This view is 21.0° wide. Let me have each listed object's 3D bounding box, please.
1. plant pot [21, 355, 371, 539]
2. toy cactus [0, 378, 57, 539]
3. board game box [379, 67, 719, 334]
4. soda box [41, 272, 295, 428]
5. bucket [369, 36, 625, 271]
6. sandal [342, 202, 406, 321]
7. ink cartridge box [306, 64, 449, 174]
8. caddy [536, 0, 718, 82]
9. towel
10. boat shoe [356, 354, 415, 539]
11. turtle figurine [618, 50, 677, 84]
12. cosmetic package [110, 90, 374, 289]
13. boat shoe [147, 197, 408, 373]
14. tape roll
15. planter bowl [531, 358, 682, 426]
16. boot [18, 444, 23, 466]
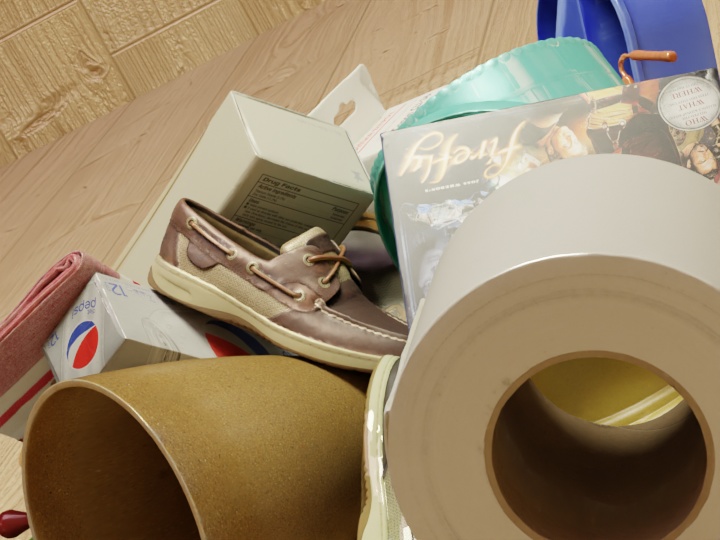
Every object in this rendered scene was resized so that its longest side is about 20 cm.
[{"bbox_3d":[-0.072,0.127,1.176,0.199,0.188,0.186,-20,6,-41],"label":"plant pot"},{"bbox_3d":[-0.162,0.131,1.297,0.199,0.166,0.102,-23,33,-6],"label":"toy cactus"},{"bbox_3d":[0.118,-0.032,1.105,0.198,0.035,0.137,-11,62,5],"label":"board game box"},{"bbox_3d":[-0.102,0.067,1.261,0.068,0.199,0.064,-50,46,21],"label":"soda box"},{"bbox_3d":[0.111,-0.041,1.243,0.206,0.135,0.208,-26,-21,-11],"label":"bucket"},{"bbox_3d":[0.000,0.000,1.335,0.081,0.055,0.201,-29,56,0],"label":"sandal"},{"bbox_3d":[0.047,-0.055,1.442,0.067,0.201,0.117,-18,19,33],"label":"ink cartridge box"},{"bbox_3d":[0.197,-0.145,1.490,0.104,0.202,0.141,-17,8,-20],"label":"caddy"},{"bbox_3d":[-0.168,0.068,1.293,0.144,0.200,0.023,-41,51,15],"label":"towel"},{"bbox_3d":[0.035,0.129,1.097,0.064,0.074,0.201,-6,46,9],"label":"boat shoe"},{"bbox_3d":[0.157,-0.071,1.368,0.199,0.162,0.064,-16,19,38],"label":"turtle figurine"},{"bbox_3d":[-0.089,-0.014,1.322,0.200,0.103,0.073,-53,41,26],"label":"cosmetic package"},{"bbox_3d":[-0.037,0.008,1.216,0.199,0.073,0.072,22,10,20],"label":"boat shoe"},{"bbox_3d":[0.120,0.060,0.952,0.201,0.204,0.139,-24,17,18],"label":"tape roll"},{"bbox_3d":[0.148,0.052,1.146,0.199,0.084,0.201,-27,16,9],"label":"planter bowl"},{"bbox_3d":[-0.190,0.100,1.453,0.143,0.071,0.203,-4,72,37],"label":"boot"}]
